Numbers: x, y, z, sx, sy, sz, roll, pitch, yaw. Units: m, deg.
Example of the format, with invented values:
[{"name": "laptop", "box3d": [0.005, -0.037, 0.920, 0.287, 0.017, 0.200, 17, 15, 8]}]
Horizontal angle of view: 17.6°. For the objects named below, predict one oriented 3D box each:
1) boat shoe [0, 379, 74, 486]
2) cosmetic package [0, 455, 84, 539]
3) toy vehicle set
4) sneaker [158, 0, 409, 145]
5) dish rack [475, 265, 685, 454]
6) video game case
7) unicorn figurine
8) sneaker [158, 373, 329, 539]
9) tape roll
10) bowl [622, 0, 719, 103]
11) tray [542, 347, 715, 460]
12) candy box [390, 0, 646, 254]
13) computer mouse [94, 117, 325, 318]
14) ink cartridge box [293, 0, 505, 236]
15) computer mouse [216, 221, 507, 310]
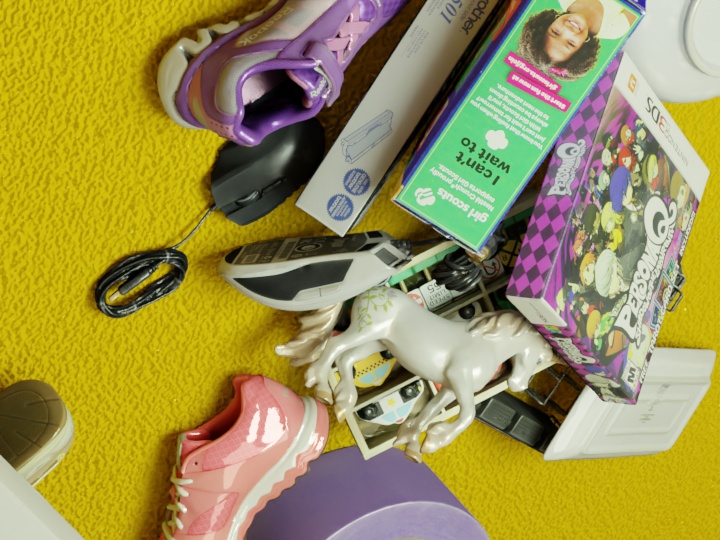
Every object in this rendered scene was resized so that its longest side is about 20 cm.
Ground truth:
[{"name": "boat shoe", "box3d": [-0.278, 0.154, 1.591, 0.200, 0.074, 0.066, -32, 155, -2]}, {"name": "cosmetic package", "box3d": [-0.285, 0.151, 1.507, 0.113, 0.081, 0.200, -43, 91, 0]}, {"name": "toy vehicle set", "box3d": [0.065, 0.038, 1.711, 0.200, 0.027, 0.124, -27, 108, -4]}, {"name": "sneaker", "box3d": [-0.032, -0.148, 1.535, 0.200, 0.088, 0.081, -36, 129, -9]}, {"name": "dish rack", "box3d": [0.154, 0.043, 1.798, 0.153, 0.055, 0.200, 30, 98, -41]}, {"name": "video game case", "box3d": [0.182, -0.029, 1.683, 0.181, 0.036, 0.200, 45, 59, -50]}, {"name": "unicorn figurine", "box3d": [0.052, 0.065, 1.654, 0.200, 0.074, 0.138, 33, 72, -8]}, {"name": "sneaker", "box3d": [-0.114, 0.158, 1.706, 0.087, 0.074, 0.200, 37, 92, -27]}, {"name": "tape roll", "box3d": [0.000, 0.241, 1.803, 0.200, 0.085, 0.200, -14, 124, -22]}, {"name": "bowl", "box3d": [0.252, -0.199, 1.684, 0.201, 0.090, 0.202, -16, 125, -24]}, {"name": "tray", "box3d": [0.222, 0.110, 1.850, 0.200, 0.022, 0.108, 5, 118, -58]}, {"name": "candy box", "box3d": [0.110, -0.129, 1.575, 0.077, 0.169, 0.200, 31, 109, -3]}, {"name": "computer mouse", "box3d": [-0.101, -0.035, 1.607, 0.200, 0.034, 0.059, -43, 132, -1]}, {"name": "ink cartridge box", "box3d": [0.031, -0.121, 1.593, 0.044, 0.094, 0.200, 33, 100, 2]}, {"name": "computer mouse", "box3d": [0.000, 0.000, 1.618, 0.199, 0.110, 0.044, -6, 106, 12]}]
